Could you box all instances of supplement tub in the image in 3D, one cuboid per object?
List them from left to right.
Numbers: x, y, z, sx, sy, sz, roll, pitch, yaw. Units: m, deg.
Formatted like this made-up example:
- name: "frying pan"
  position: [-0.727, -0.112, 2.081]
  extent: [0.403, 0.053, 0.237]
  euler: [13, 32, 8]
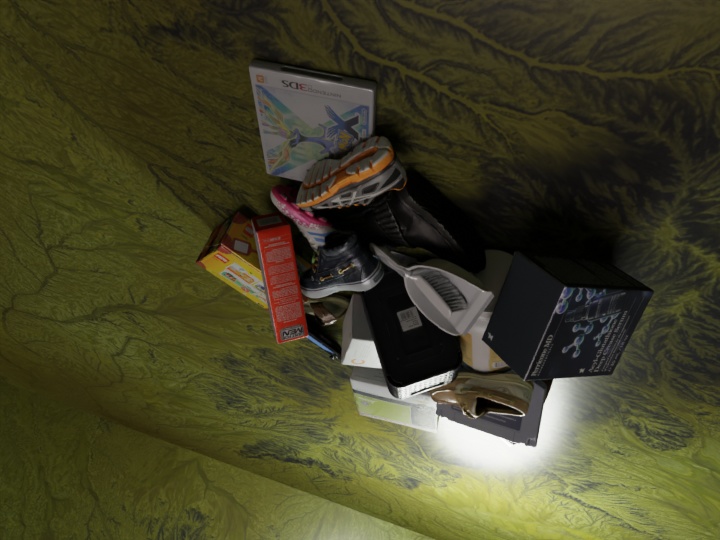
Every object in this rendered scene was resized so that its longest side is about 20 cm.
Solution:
- name: "supplement tub"
  position: [0.224, 0.077, 0.953]
  extent: [0.141, 0.147, 0.202]
  euler: [6, 144, 17]

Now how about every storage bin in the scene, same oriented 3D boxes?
- name: "storage bin"
  position: [0.087, 0.105, 0.975]
  extent: [0.132, 0.204, 0.094]
  euler: [-17, 157, -2]

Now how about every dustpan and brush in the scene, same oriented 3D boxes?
- name: "dustpan and brush"
  position: [0.096, 0.016, 0.857]
  extent: [0.200, 0.057, 0.141]
  euler: [46, 149, 17]

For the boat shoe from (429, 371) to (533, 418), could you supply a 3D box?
- name: "boat shoe"
  position: [0.204, 0.224, 0.975]
  extent: [0.197, 0.067, 0.074]
  euler: [-13, 135, 38]

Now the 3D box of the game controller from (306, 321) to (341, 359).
- name: "game controller"
  position: [-0.106, 0.156, 1.295]
  extent: [0.199, 0.043, 0.104]
  euler: [39, 172, -27]

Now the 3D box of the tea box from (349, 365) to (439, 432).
- name: "tea box"
  position: [0.094, 0.256, 1.274]
  extent: [0.195, 0.136, 0.199]
  euler: [10, 144, 13]

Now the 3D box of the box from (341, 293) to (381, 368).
- name: "box"
  position: [0.067, 0.130, 1.107]
  extent: [0.195, 0.100, 0.125]
  euler: [7, 147, -9]

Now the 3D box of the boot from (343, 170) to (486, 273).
- name: "boot"
  position: [0.089, -0.051, 0.898]
  extent: [0.211, 0.080, 0.157]
  euler: [43, 133, -15]

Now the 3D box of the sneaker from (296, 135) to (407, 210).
- name: "sneaker"
  position: [-0.018, -0.125, 0.820]
  extent: [0.197, 0.080, 0.077]
  euler: [-13, 144, 39]

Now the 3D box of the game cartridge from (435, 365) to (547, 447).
- name: "game cartridge"
  position: [0.242, 0.234, 1.033]
  extent: [0.196, 0.041, 0.137]
  euler: [13, 105, 27]

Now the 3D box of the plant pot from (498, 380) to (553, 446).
- name: "plant pot"
  position: [0.259, 0.218, 1.126]
  extent: [0.197, 0.188, 0.188]
  euler: [31, 147, 7]

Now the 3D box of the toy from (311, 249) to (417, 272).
- name: "toy"
  position: [0.000, 0.000, 1.043]
  extent: [0.195, 0.048, 0.116]
  euler: [17, 147, 3]

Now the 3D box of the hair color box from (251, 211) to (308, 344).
- name: "hair color box"
  position: [-0.142, 0.011, 0.968]
  extent: [0.060, 0.102, 0.205]
  euler: [-11, 111, -13]

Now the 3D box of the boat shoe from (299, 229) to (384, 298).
- name: "boat shoe"
  position: [-0.052, -0.014, 0.917]
  extent: [0.198, 0.071, 0.092]
  euler: [-9, 125, 47]

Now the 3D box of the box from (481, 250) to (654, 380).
- name: "box"
  position: [0.304, 0.066, 0.817]
  extent: [0.196, 0.107, 0.152]
  euler: [3, 116, -29]

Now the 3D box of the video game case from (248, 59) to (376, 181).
- name: "video game case"
  position: [-0.066, -0.203, 0.818]
  extent: [0.178, 0.022, 0.202]
  euler: [13, 145, 9]

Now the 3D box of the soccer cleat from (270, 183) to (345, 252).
- name: "soccer cleat"
  position: [-0.076, -0.069, 0.950]
  extent: [0.197, 0.071, 0.087]
  euler: [28, 122, -15]

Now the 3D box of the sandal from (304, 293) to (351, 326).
- name: "sandal"
  position: [-0.085, 0.092, 1.201]
  extent: [0.196, 0.058, 0.081]
  euler: [5, 144, 20]

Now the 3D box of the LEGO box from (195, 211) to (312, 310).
- name: "LEGO box"
  position: [-0.203, -0.008, 1.087]
  extent: [0.199, 0.078, 0.148]
  euler: [37, 150, -24]
